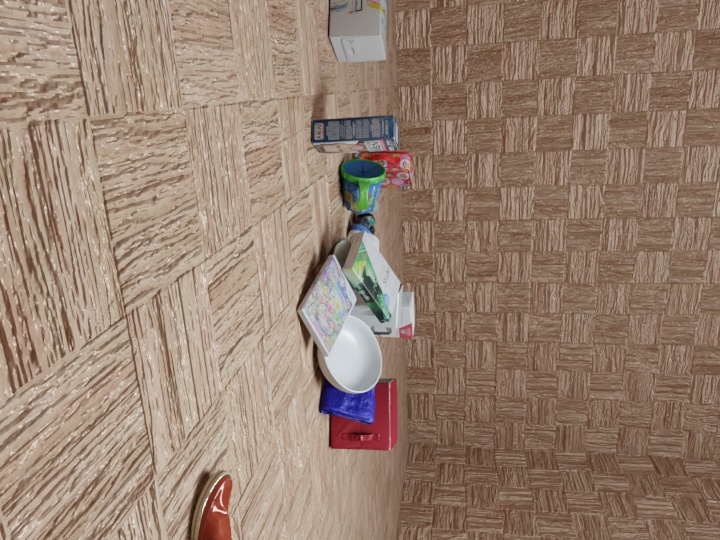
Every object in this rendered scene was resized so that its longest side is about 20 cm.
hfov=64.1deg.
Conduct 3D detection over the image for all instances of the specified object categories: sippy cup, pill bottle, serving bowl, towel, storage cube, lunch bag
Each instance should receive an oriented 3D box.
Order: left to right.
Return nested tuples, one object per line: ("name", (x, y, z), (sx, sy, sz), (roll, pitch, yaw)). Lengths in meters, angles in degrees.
("serving bowl", (-0.038, 0.216, 1.453), (0.199, 0.066, 0.201), (25, 51, -36))
("towel", (-0.023, 0.287, 1.499), (0.050, 0.147, 0.201), (128, -26, -50))
("pill bottle", (0.000, 0.000, 1.586), (0.115, 0.113, 0.201), (76, 18, -55))
("sippy cup", (0.002, -0.246, 1.725), (0.178, 0.139, 0.131), (-40, 144, -47))
("storage cube", (0.013, 0.400, 1.626), (0.200, 0.170, 0.181), (32, 58, -78))
("lunch bag", (0.075, -0.343, 1.918), (0.176, 0.198, 0.083), (61, 35, -72))

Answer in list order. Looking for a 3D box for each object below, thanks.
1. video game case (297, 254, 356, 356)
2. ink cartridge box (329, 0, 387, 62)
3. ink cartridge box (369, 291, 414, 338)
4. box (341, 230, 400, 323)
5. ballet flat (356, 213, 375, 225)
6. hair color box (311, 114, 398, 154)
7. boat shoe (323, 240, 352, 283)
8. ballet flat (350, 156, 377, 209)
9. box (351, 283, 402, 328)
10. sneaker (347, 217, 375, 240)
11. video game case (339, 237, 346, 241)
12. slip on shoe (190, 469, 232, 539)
("video game case", (-0.073, 0.079, 1.340), (0.144, 0.018, 0.200), (63, 33, -29))
("ink cartridge box", (-0.002, -0.709, 1.609), (0.147, 0.143, 0.202), (34, 57, -79))
("ink cartridge box", (0.079, 0.146, 1.930), (0.086, 0.198, 0.148), (-78, 164, -48))
("box", (0.032, 0.017, 1.484), (0.200, 0.036, 0.145), (53, 37, -31))
("ballet flat", (0.014, -0.165, 1.972), (0.200, 0.067, 0.069), (92, -9, -72))
("hair color box", (-0.011, -0.326, 1.393), (0.100, 0.198, 0.061), (27, 63, -79))
("boat shoe", (-0.067, 0.023, 1.459), (0.060, 0.075, 0.201), (-17, -131, 59))
("ballet flat", (-0.001, -0.280, 1.867), (0.070, 0.069, 0.201), (-75, 152, -56))
("box", (0.045, 0.097, 1.727), (0.200, 0.151, 0.107), (-41, 135, -81))
("sneaker", (0.013, -0.087, 1.887), (0.201, 0.076, 0.112), (70, 33, -46))
("video game case", (-0.050, 0.037, 1.692), (0.183, 0.023, 0.201), (-79, 166, -47))
("slip on shoe", (-0.189, 0.369, 0.755), (0.074, 0.061, 0.201), (69, 22, -60))
